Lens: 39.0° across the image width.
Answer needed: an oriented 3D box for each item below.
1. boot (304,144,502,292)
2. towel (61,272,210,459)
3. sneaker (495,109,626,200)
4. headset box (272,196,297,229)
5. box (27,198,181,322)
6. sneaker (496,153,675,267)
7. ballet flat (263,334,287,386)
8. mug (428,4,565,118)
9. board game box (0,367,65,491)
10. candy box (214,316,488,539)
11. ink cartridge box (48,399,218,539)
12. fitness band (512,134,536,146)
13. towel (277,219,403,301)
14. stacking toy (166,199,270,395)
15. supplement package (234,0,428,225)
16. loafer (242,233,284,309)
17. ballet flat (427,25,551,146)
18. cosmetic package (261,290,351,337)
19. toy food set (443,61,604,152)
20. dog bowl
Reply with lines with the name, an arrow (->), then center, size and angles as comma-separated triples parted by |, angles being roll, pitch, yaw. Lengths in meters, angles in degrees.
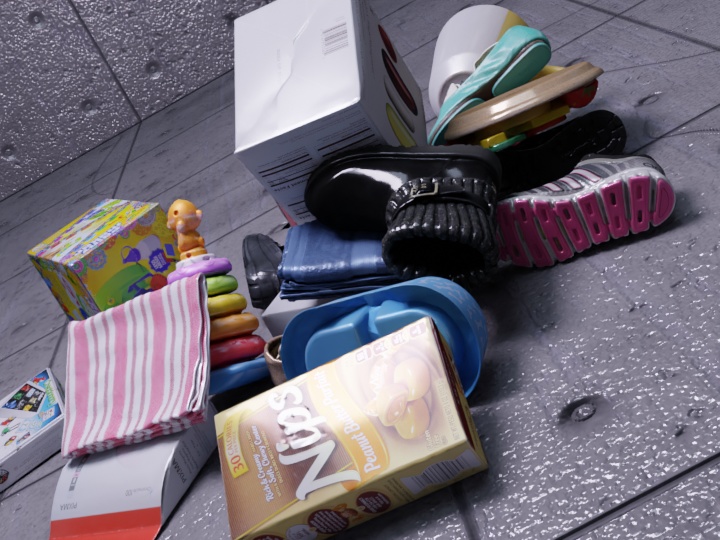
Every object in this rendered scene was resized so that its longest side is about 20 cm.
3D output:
boot -> 0.031, -0.046, 0.940 | 0.207, 0.080, 0.159 | -7, 37, 20
towel -> -0.227, 0.095, 1.003 | 0.197, 0.030, 0.149 | -19, 62, 29
sneaker -> 0.196, -0.114, 1.129 | 0.197, 0.077, 0.088 | -22, 8, 8
headset box -> -0.019, -0.112, 1.288 | 0.198, 0.078, 0.149 | -34, -1, 7
box -> -0.264, 0.036, 1.184 | 0.121, 0.202, 0.192 | -37, 23, -23
sneaker -> 0.207, -0.063, 0.981 | 0.197, 0.075, 0.088 | -16, 21, 28
ballet flat -> -0.012, 0.070, 0.969 | 0.197, 0.068, 0.068 | -19, 23, 26
mug -> 0.172, -0.263, 1.355 | 0.184, 0.151, 0.154 | -19, 24, 28
board game box -> -0.421, 0.196, 1.260 | 0.125, 0.035, 0.200 | -36, 22, -12
candy box -> -0.012, 0.132, 0.788 | 0.197, 0.055, 0.117 | -25, 49, 11
ink cartridge box -> -0.238, 0.213, 0.972 | 0.160, 0.058, 0.200 | -15, 21, 32
fitness band -> 0.151, -0.131, 1.251 | 0.142, 0.038, 0.200 | -32, 20, 2
towel -> 0.018, -0.017, 1.020 | 0.196, 0.049, 0.112 | -7, 33, 10
stacking toy -> -0.163, 0.025, 1.050 | 0.114, 0.204, 0.109 | -17, -4, 23
supplement package -> -0.026, -0.164, 1.091 | 0.145, 0.200, 0.194 | -18, 54, 19
loafer -> -0.110, -0.003, 1.269 | 0.069, 0.069, 0.201 | -11, 18, -6
ballet flat -> 0.150, -0.222, 1.255 | 0.200, 0.067, 0.071 | -45, 43, 14
cosmetic package -> 0.000, 0.000, 1.129 | 0.149, 0.052, 0.201 | -15, 26, 37
toy food set -> 0.182, -0.179, 1.145 | 0.195, 0.049, 0.200 | -24, 8, -5
dog bowl -> 0.023, 0.067, 0.883 | 0.197, 0.113, 0.049 | -16, 12, 32
